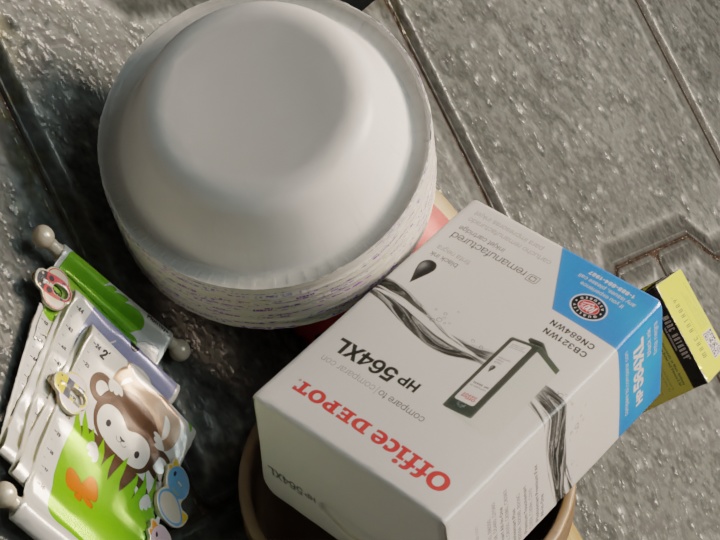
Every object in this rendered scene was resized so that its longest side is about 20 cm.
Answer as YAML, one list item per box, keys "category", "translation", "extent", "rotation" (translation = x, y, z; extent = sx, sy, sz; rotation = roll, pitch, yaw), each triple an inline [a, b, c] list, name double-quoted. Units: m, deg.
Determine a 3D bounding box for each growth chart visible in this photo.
- category: "growth chart"
  translation: [-0.142, 0.087, 1.093]
  extent: [0.144, 0.018, 0.201]
  rotation: [38, 39, -34]

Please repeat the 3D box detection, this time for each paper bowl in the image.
- category: "paper bowl"
  translation: [-0.056, -0.075, 1.159]
  extent: [0.105, 0.199, 0.202]
  rotation: [78, -2, -66]

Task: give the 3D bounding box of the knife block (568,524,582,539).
- category: "knife block"
  translation: [0.137, 0.233, 1.332]
  extent: [0.175, 0.064, 0.201]
  rotation: [34, 40, -38]

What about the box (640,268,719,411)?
- category: "box"
  translation: [0.146, 0.077, 1.340]
  extent: [0.076, 0.199, 0.050]
  rotation: [60, 32, 2]

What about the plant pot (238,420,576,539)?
- category: "plant pot"
  translation: [0.028, 0.147, 1.179]
  extent: [0.093, 0.199, 0.202]
  rotation: [87, 6, -46]

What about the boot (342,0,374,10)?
- category: "boot"
  translation: [0.032, -0.255, 1.480]
  extent: [0.074, 0.162, 0.198]
  rotation: [55, 32, -6]

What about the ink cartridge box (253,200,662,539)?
- category: "ink cartridge box"
  translation: [0.058, 0.072, 1.126]
  extent: [0.200, 0.145, 0.085]
  rotation: [-41, 146, -30]

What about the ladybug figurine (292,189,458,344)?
- category: "ladybug figurine"
  translation: [0.000, 0.000, 1.249]
  extent: [0.200, 0.135, 0.072]
  rotation: [45, 24, -15]
